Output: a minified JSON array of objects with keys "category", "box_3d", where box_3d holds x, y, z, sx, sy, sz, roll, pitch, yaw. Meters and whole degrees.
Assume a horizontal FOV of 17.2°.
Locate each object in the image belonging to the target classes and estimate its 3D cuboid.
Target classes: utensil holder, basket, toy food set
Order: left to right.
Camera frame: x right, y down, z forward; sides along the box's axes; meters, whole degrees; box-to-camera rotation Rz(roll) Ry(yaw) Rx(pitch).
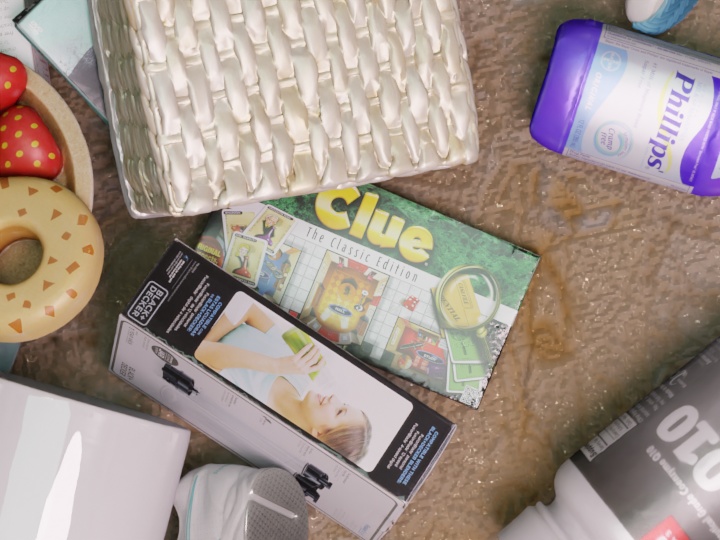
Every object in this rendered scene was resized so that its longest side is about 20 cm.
[{"category":"toy food set","box_3d":[-0.254,-0.041,1.384,0.197,0.049,0.201,-12,76,-1]},{"category":"utensil holder","box_3d":[-0.202,0.167,1.396,0.169,0.170,0.201,16,86,2]},{"category":"basket","box_3d":[-0.047,-0.140,1.363,0.197,0.161,0.201,-11,95,-12]}]

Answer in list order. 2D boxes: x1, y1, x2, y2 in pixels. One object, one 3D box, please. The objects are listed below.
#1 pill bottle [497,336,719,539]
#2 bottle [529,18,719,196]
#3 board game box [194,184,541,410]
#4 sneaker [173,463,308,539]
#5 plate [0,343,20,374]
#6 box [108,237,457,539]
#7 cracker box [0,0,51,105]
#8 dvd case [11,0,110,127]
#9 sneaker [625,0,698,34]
[{"category":"pill bottle","box_3d":[0.188,0.132,1.406,0.200,0.114,0.114,-39,87,1]},{"category":"bottle","box_3d":[0.205,-0.088,1.433,0.199,0.065,0.084,18,107,2]},{"category":"board game box","box_3d":[0.000,0.000,1.463,0.199,0.023,0.105,22,87,3]},{"category":"sneaker","box_3d":[-0.074,0.211,1.444,0.080,0.070,0.201,7,103,38]},{"category":"plate","box_3d":[-0.304,0.020,1.442,0.199,0.026,0.201,0,106,0]},{"category":"box","box_3d":[-0.049,0.075,1.412,0.200,0.117,0.060,34,69,4]},{"category":"cracker box","box_3d":[-0.267,-0.159,1.459,0.133,0.058,0.201,-9,88,3]},{"category":"dvd case","box_3d":[-0.089,-0.165,1.442,0.200,0.022,0.146,-44,102,-8]},{"category":"sneaker","box_3d":[0.188,-0.242,1.442,0.081,0.077,0.201,14,86,16]}]
